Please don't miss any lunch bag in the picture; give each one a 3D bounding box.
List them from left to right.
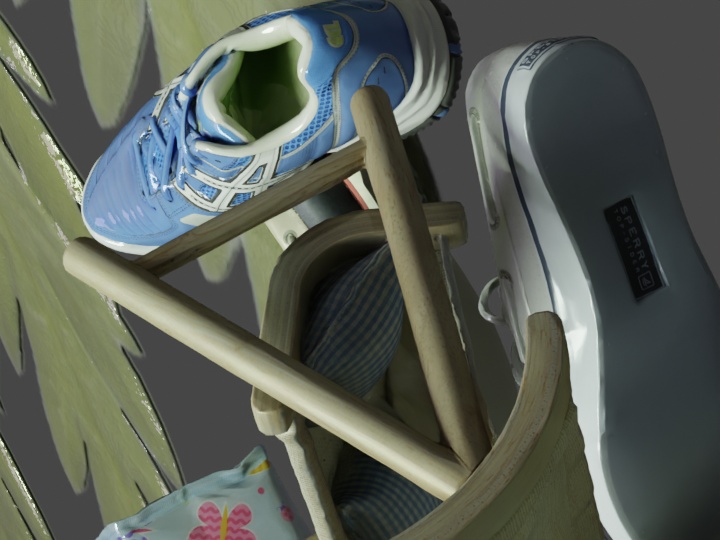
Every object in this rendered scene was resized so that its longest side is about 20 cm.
[{"bbox_3d":[-0.079,0.209,1.480,0.170,0.127,0.200,62,165,4],"label":"lunch bag"}]

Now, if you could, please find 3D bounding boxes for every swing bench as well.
[{"bbox_3d":[0.016,0.083,0.903,0.200,0.130,0.199,51,164,41],"label":"swing bench"}]

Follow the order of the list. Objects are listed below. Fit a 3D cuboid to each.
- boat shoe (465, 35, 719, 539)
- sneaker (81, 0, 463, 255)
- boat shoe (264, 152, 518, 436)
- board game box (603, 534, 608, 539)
[{"bbox_3d":[0.079,0.012,0.948,0.086,0.075,0.202,10,124,63],"label":"boat shoe"},{"bbox_3d":[-0.054,-0.063,1.044,0.200,0.077,0.076,-30,71,39],"label":"sneaker"},{"bbox_3d":[0.000,0.000,1.095,0.200,0.063,0.071,60,-162,13],"label":"boat shoe"},{"bbox_3d":[0.064,0.147,1.197,0.151,0.037,0.200,54,158,18],"label":"board game box"}]
